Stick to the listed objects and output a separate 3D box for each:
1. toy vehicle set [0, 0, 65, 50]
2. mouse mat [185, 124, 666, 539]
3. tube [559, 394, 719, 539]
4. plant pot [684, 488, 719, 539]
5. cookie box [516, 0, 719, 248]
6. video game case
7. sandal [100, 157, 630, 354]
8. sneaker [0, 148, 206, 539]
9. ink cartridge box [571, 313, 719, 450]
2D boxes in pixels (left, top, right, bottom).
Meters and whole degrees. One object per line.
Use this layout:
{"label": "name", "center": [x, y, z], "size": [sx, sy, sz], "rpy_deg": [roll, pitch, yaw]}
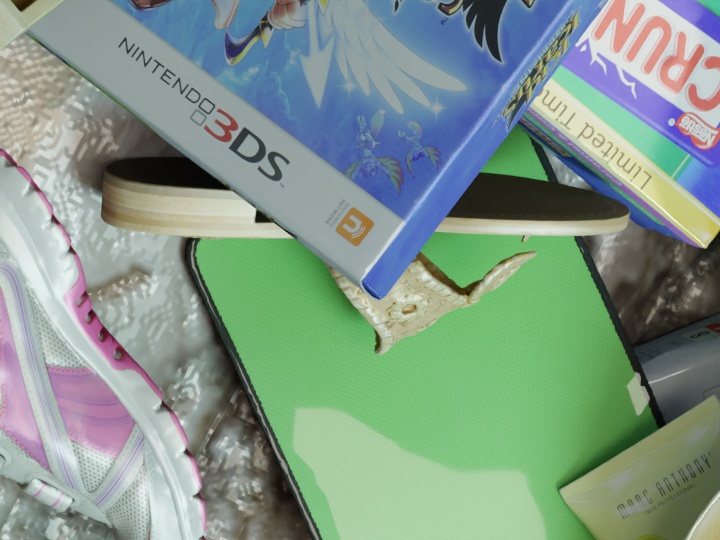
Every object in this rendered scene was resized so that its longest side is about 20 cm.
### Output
{"label": "toy vehicle set", "center": [-0.157, -0.181, 0.974], "size": [0.200, 0.026, 0.124], "rpy_deg": [50, 41, -7]}
{"label": "mouse mat", "center": [0.035, 0.044, 1.147], "size": [0.160, 0.008, 0.201], "rpy_deg": [-25, 93, -13]}
{"label": "tube", "center": [0.164, 0.157, 1.135], "size": [0.058, 0.052, 0.201], "rpy_deg": [-26, 83, -34]}
{"label": "plant pot", "center": [0.216, 0.153, 1.080], "size": [0.199, 0.027, 0.201], "rpy_deg": [0, 91, 15]}
{"label": "cookie box", "center": [0.126, -0.140, 1.124], "size": [0.171, 0.075, 0.200], "rpy_deg": [37, 88, -18]}
{"label": "video game case", "center": [-0.006, -0.122, 1.048], "size": [0.181, 0.045, 0.200], "rpy_deg": [37, 88, 14]}
{"label": "sandal", "center": [0.000, -0.002, 1.113], "size": [0.211, 0.078, 0.070], "rpy_deg": [4, 105, -7]}
{"label": "sneaker", "center": [-0.130, 0.051, 1.085], "size": [0.088, 0.081, 0.201], "rpy_deg": [-32, 103, -9]}
{"label": "ink cartridge box", "center": [0.105, 0.126, 1.201], "size": [0.199, 0.050, 0.163], "rpy_deg": [-22, 109, -17]}
